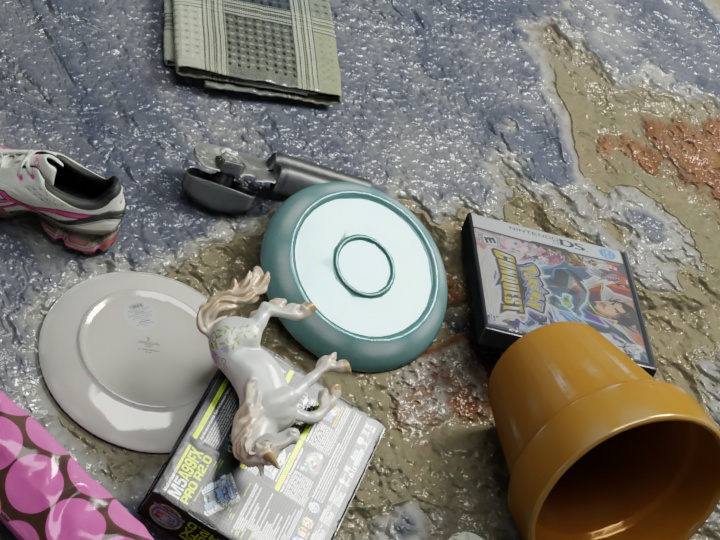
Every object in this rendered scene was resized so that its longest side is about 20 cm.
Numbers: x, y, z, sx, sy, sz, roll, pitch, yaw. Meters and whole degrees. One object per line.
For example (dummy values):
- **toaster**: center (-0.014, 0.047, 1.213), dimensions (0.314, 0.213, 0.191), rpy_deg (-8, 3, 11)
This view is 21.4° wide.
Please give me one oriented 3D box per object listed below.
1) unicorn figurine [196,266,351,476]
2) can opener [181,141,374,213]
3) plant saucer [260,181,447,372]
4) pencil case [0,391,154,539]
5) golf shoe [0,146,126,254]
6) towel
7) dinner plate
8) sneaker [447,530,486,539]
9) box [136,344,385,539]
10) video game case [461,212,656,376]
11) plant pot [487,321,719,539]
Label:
- **unicorn figurine**: center (-0.078, 0.097, 1.665), dimensions (0.137, 0.074, 0.200), rpy_deg (-24, 56, -30)
- **can opener**: center (-0.081, -0.080, 1.906), dimensions (0.199, 0.067, 0.053), rpy_deg (16, 24, -22)
- **plant saucer**: center (0.000, 0.000, 1.849), dimensions (0.199, 0.027, 0.202), rpy_deg (10, 63, -21)
- **pencil case**: center (-0.263, 0.193, 1.572), dimensions (0.200, 0.091, 0.094), rpy_deg (41, 62, 16)
- **golf shoe**: center (-0.313, -0.089, 1.780), dimensions (0.199, 0.092, 0.073), rpy_deg (18, 49, -7)
- **towel**: center (-0.119, -0.260, 2.051), dimensions (0.191, 0.035, 0.201), rpy_deg (10, 47, -19)
- **dinner plate**: center (-0.193, 0.076, 1.740), dimensions (0.199, 0.024, 0.201), rpy_deg (12, 48, -14)
- **sneaker**: center (0.129, 0.321, 1.649), dimensions (0.200, 0.077, 0.085), rpy_deg (38, 57, 20)
- **box**: center (-0.083, 0.173, 1.676), dimensions (0.160, 0.044, 0.201), rpy_deg (32, 47, -6)
- **video game case**: center (0.196, 0.025, 1.911), dimensions (0.179, 0.026, 0.201), rpy_deg (14, 33, -12)
- **plant pot**: center (0.207, 0.151, 1.747), dimensions (0.199, 0.201, 0.184), rpy_deg (-3, 38, -25)
